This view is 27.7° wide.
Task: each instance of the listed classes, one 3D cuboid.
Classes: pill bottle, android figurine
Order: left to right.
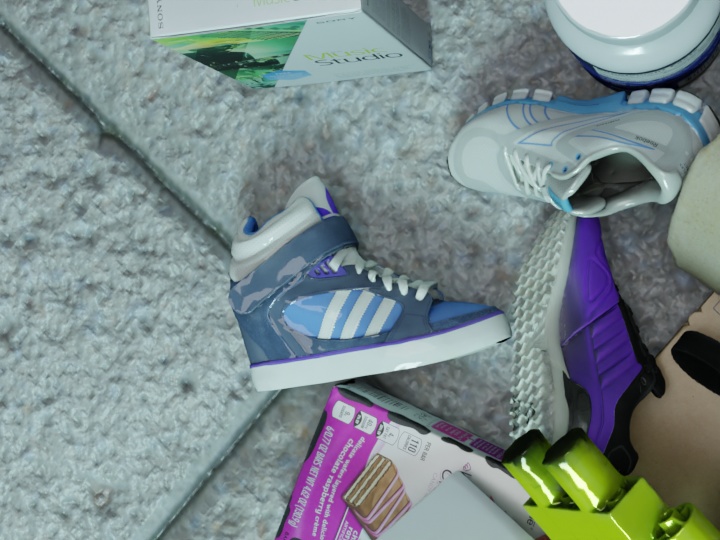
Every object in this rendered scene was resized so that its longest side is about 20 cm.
[{"bbox_3d":[0.177,-0.179,0.929,0.114,0.200,0.118,0,89,15],"label":"pill bottle"},{"bbox_3d":[0.170,0.175,0.865,0.041,0.182,0.200,-44,96,-17],"label":"android figurine"}]

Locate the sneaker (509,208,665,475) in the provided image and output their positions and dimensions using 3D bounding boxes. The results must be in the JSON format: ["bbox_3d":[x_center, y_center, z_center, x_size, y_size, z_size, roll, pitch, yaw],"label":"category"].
[{"bbox_3d":[0.158,0.051,0.989,0.098,0.070,0.203,16,62,-15],"label":"sneaker"}]

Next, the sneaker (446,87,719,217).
[{"bbox_3d":[0.134,-0.072,0.970,0.198,0.087,0.075,-3,127,39],"label":"sneaker"}]

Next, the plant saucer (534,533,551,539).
[{"bbox_3d":[0.105,0.299,0.976,0.198,0.037,0.202,-26,101,-2],"label":"plant saucer"}]

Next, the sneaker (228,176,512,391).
[{"bbox_3d":[0.000,0.000,1.039,0.197,0.080,0.149,-11,86,15],"label":"sneaker"}]

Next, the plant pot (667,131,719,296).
[{"bbox_3d":[0.301,-0.024,0.912,0.182,0.200,0.202,29,97,24],"label":"plant pot"}]

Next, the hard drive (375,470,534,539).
[{"bbox_3d":[0.083,0.232,0.914,0.131,0.026,0.200,-37,56,-20],"label":"hard drive"}]

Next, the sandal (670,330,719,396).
[{"bbox_3d":[0.273,0.103,0.914,0.200,0.075,0.048,30,78,45],"label":"sandal"}]

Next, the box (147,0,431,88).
[{"bbox_3d":[-0.041,-0.161,0.989,0.142,0.200,0.037,-5,85,16],"label":"box"}]

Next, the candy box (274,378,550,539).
[{"bbox_3d":[0.050,0.180,1.033,0.198,0.061,0.138,23,97,14],"label":"candy box"}]

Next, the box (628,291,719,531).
[{"bbox_3d":[0.270,0.132,0.993,0.200,0.021,0.164,43,100,11],"label":"box"}]
